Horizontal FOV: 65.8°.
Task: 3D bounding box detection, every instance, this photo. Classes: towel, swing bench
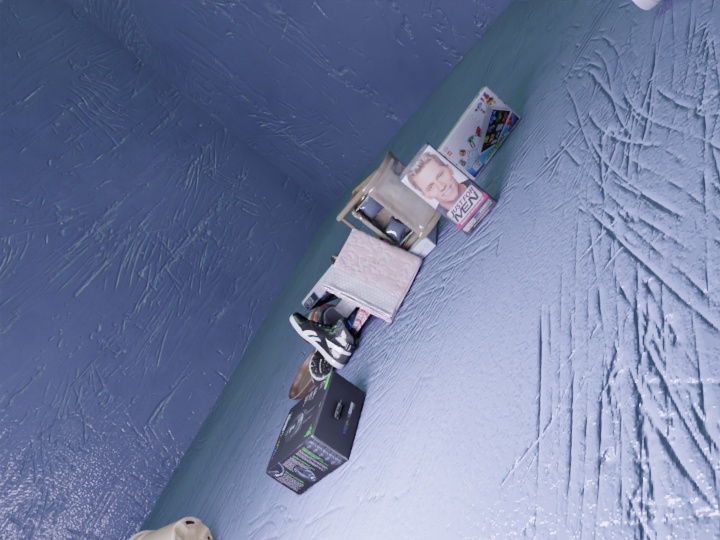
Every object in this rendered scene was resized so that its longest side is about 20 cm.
[{"bbox_3d":[0.011,0.097,1.503,0.147,0.030,0.201,-62,1,-35],"label":"towel"},{"bbox_3d":[0.030,0.006,1.378,0.193,0.198,0.032,-61,-10,-26],"label":"towel"},{"bbox_3d":[0.080,-0.158,1.428,0.200,0.198,0.131,-39,19,50],"label":"swing bench"}]

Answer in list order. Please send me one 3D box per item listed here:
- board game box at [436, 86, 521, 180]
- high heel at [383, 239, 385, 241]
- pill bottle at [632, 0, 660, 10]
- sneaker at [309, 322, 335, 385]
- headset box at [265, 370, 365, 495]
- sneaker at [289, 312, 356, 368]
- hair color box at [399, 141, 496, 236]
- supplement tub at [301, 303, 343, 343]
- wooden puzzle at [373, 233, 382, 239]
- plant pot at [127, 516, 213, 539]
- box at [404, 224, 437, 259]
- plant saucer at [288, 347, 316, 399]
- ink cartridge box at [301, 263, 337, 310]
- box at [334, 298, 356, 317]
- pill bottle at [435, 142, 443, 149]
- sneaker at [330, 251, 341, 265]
[{"bbox_3d":[0.308,-0.355,1.449,0.201,0.126,0.035,-53,12,5],"label":"board game box"},{"bbox_3d":[0.080,-0.130,1.796,0.067,0.095,0.201,-41,17,45],"label":"high heel"},{"bbox_3d":[0.584,-0.573,1.000,0.200,0.111,0.113,-37,20,57],"label":"pill bottle"},{"bbox_3d":[-0.095,0.227,1.534,0.080,0.073,0.202,102,-172,-47],"label":"sneaker"},{"bbox_3d":[-0.088,0.334,1.160,0.200,0.092,0.175,-45,15,36],"label":"headset box"},{"bbox_3d":[-0.087,0.151,1.467,0.112,0.199,0.073,-52,-18,10],"label":"sneaker"},{"bbox_3d":[0.192,-0.179,1.229,0.100,0.199,0.061,-50,12,15],"label":"hair color box"},{"bbox_3d":[-0.114,0.164,1.716,0.108,0.106,0.200,-59,13,-25],"label":"supplement tub"},{"bbox_3d":[0.022,-0.055,1.986,0.185,0.037,0.201,-46,10,37],"label":"wooden puzzle"},{"bbox_3d":[-0.483,0.736,1.427,0.183,0.201,0.201,-36,17,21],"label":"plant pot"},{"bbox_3d":[0.147,-0.075,1.514,0.156,0.041,0.201,-48,12,29],"label":"box"},{"bbox_3d":[-0.143,0.298,1.637,0.201,0.032,0.201,-52,11,14],"label":"plant saucer"},{"bbox_3d":[-0.062,0.028,1.709,0.199,0.044,0.198,-26,-19,-50],"label":"ink cartridge box"},{"bbox_3d":[0.000,0.043,1.677,0.159,0.048,0.200,-50,3,15],"label":"box"},{"bbox_3d":[0.221,-0.279,1.620,0.200,0.110,0.112,-36,21,56],"label":"pill bottle"},{"bbox_3d":[-0.021,-0.061,1.798,0.198,0.087,0.081,-13,-30,-38],"label":"sneaker"}]
